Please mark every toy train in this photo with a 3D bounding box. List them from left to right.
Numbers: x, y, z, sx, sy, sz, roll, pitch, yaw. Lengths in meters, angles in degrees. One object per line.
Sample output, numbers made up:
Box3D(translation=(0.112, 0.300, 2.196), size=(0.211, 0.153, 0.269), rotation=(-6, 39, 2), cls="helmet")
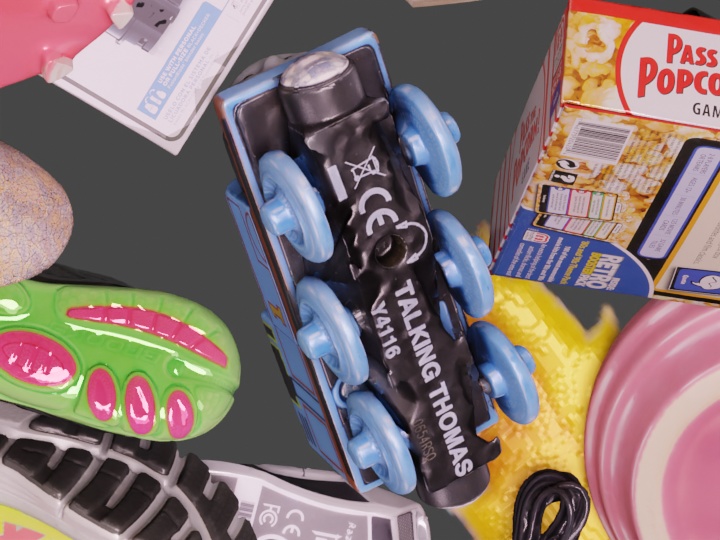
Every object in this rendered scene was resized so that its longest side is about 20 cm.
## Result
Box3D(translation=(0.000, 0.000, 0.979), size=(0.086, 0.114, 0.201), rotation=(-28, 116, -16), cls="toy train")

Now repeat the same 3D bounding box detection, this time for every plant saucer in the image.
Box3D(translation=(0.193, 0.087, 1.054), size=(0.200, 0.051, 0.201), rotation=(5, 118, 10), cls="plant saucer")

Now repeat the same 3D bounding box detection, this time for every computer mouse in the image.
Box3D(translation=(-0.009, 0.119, 1.053), size=(0.199, 0.044, 0.110), rotation=(14, 99, -13), cls="computer mouse")

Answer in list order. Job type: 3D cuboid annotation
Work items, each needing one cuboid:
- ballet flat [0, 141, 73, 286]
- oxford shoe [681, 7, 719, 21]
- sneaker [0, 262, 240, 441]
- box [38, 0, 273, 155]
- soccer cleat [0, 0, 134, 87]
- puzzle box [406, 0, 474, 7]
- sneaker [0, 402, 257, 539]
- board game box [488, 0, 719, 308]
Box3D(translation=(-0.204, -0.041, 0.904), size=(0.199, 0.067, 0.068), rotation=(13, 73, 2), cls="ballet flat")
Box3D(translation=(0.166, -0.069, 1.031), size=(0.199, 0.073, 0.085), rotation=(-11, 108, -12), cls="oxford shoe")
Box3D(translation=(-0.145, 0.021, 0.970), size=(0.199, 0.084, 0.077), rotation=(25, 77, -2), cls="sneaker")
Box3D(translation=(-0.128, -0.144, 0.933), size=(0.200, 0.060, 0.117), rotation=(32, 97, -21), cls="box")
Box3D(translation=(-0.099, -0.131, 0.886), size=(0.200, 0.077, 0.067), rotation=(-32, 144, 13), cls="soccer cleat")
Box3D(translation=(0.032, -0.154, 0.900), size=(0.133, 0.200, 0.025), rotation=(45, 72, -22), cls="puzzle box")
Box3D(translation=(-0.134, 0.105, 0.990), size=(0.199, 0.078, 0.091), rotation=(20, 114, 9), cls="sneaker")
Box3D(translation=(0.159, -0.032, 0.933), size=(0.199, 0.152, 0.047), rotation=(9, 66, -5), cls="board game box")
